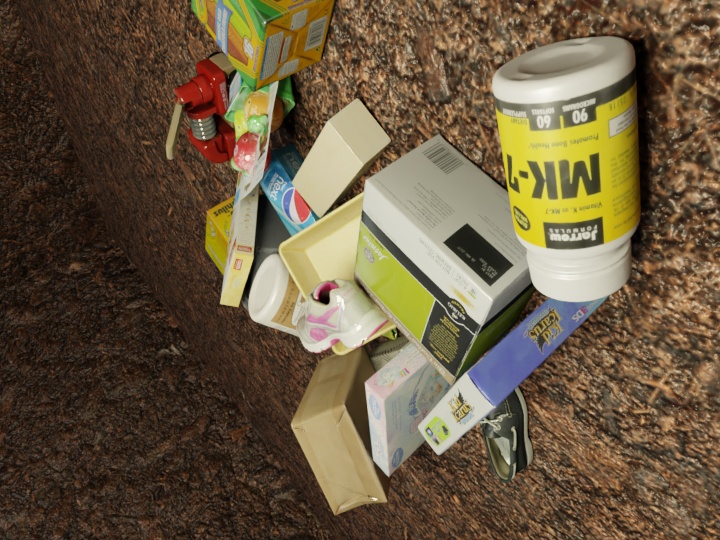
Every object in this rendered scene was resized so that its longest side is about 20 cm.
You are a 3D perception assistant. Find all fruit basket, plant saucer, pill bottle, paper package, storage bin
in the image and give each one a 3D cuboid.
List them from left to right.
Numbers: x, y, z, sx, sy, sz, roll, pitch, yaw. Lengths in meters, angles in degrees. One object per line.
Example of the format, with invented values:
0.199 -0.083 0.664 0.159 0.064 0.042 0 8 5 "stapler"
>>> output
-0.171 -0.218 0.893 0.091 0.207 0.184 17 166 -23 "fruit basket"
-0.149 -0.039 1.072 0.204 0.140 0.137 -97 14 -45 "storage bin"
-0.083 0.059 0.976 0.196 0.118 0.113 23 169 -30 "pill bottle"
-0.016 0.267 0.974 0.201 0.101 0.195 -64 -49 -69 "paper package"
0.000 0.000 0.889 0.196 0.048 0.204 -28 97 18 "plant saucer"
0.186 -0.084 0.502 0.113 0.113 0.205 20 136 49 "pill bottle"

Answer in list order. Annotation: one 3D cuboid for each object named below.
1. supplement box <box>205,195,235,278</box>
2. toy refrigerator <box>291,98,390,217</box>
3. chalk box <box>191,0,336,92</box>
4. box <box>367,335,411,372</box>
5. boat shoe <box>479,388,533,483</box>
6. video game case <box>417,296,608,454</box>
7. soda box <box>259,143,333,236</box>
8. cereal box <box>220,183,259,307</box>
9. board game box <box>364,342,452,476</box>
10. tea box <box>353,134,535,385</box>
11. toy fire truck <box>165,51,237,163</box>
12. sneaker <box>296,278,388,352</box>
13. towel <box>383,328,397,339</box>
-0.291 -0.074 1.333 0.111 0.108 0.201 51 153 9 "supplement box"
-0.032 -0.161 0.845 0.076 0.070 0.200 49 154 -1 "toy refrigerator"
-0.142 -0.368 0.742 0.202 0.123 0.125 52 153 9 "chalk box"
0.073 0.168 1.017 0.083 0.068 0.199 56 153 1 "box"
0.213 0.234 0.858 0.075 0.060 0.205 10 127 55 "boat shoe"
0.166 0.107 0.644 0.046 0.197 0.183 47 152 16 "video game case"
-0.101 -0.112 0.992 0.063 0.068 0.203 -31 92 34 "soda box"
-0.217 -0.059 1.032 0.145 0.038 0.205 118 156 -45 "cereal box"
0.094 0.179 0.848 0.043 0.197 0.204 33 145 34 "board game box"
0.104 -0.010 0.698 0.200 0.132 0.199 45 151 22 "tea box"
-0.278 -0.258 1.009 0.128 0.198 0.179 41 150 26 "toy fire truck"
-0.041 0.056 0.812 0.198 0.081 0.090 -19 104 55 "sneaker"
-0.009 0.060 1.093 0.198 0.022 0.147 5 123 58 "towel"
